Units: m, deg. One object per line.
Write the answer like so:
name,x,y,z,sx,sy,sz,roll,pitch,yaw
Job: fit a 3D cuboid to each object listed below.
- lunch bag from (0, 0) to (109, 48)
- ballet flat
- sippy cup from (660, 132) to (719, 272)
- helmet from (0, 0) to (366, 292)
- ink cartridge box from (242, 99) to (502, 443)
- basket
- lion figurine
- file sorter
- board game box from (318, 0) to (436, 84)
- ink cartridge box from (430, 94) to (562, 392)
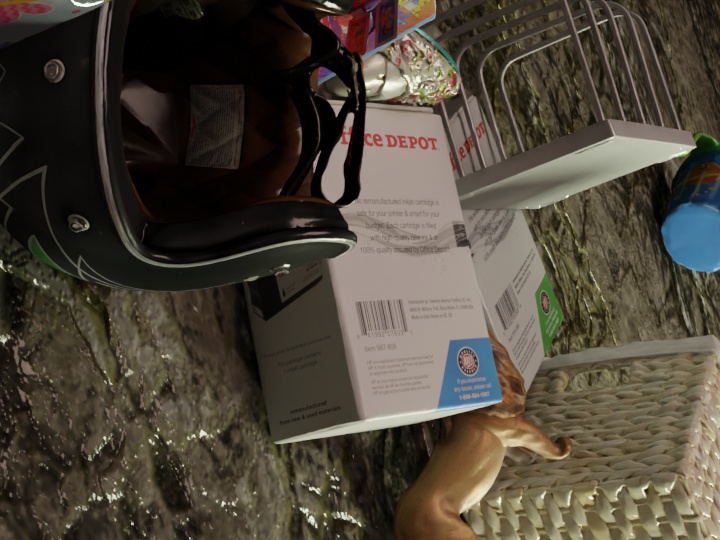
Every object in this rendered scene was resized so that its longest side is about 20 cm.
lunch bag,-0.200,-0.190,0.644,0.127,0.169,0.201,10,69,-58
ballet flat,-0.019,-0.147,0.964,0.200,0.075,0.064,36,66,-32
sippy cup,0.428,-0.067,1.893,0.178,0.140,0.130,35,40,7
helmet,-0.099,-0.080,0.757,0.190,0.200,0.201,2,68,-18
ink cartridge box,0.000,0.000,1.003,0.144,0.084,0.201,-1,77,-49
basket,0.203,0.183,1.211,0.200,0.197,0.161,63,32,-28
lion figurine,0.068,0.139,1.080,0.122,0.072,0.201,32,68,-26
file sorter,0.133,-0.124,1.124,0.200,0.138,0.125,-3,75,-63
board game box,-0.061,-0.143,0.865,0.158,0.200,0.039,32,52,-31
ink cartridge box,0.070,-0.013,1.181,0.201,0.083,0.147,68,27,-15
